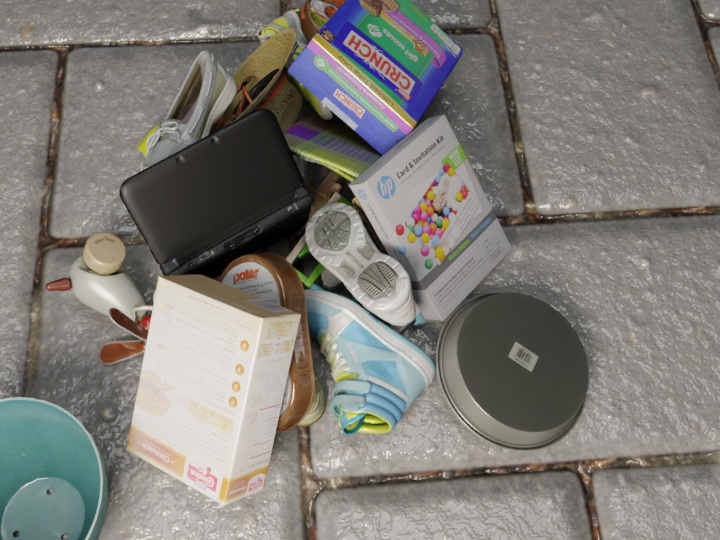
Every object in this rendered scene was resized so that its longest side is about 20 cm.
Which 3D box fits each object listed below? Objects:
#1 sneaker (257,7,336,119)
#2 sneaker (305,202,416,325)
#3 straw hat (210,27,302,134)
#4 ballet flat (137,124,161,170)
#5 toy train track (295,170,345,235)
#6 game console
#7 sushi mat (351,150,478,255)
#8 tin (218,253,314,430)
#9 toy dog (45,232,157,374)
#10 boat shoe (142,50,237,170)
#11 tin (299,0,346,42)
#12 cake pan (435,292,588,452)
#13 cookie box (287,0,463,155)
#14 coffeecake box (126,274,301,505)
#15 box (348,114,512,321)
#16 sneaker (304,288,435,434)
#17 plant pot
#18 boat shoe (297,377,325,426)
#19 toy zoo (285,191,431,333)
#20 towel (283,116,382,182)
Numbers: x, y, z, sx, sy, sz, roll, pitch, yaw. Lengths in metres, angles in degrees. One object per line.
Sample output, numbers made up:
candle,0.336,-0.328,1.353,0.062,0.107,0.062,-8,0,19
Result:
sneaker,-0.087,-0.287,1.175,0.075,0.076,0.202,-25,59,0
sneaker,0.000,0.000,0.993,0.077,0.100,0.201,-34,52,-3
straw hat,-0.131,-0.227,1.117,0.085,0.200,0.203,41,62,-28
ballet flat,-0.255,-0.105,1.085,0.066,0.067,0.202,-27,63,9
toy train track,-0.092,-0.124,1.108,0.198,0.033,0.115,32,67,14
game console,-0.168,-0.077,0.986,0.198,0.176,0.118,-30,84,-11
sushi mat,0.078,-0.104,1.069,0.199,0.012,0.096,-40,104,-31
tin,-0.111,0.082,0.924,0.110,0.042,0.204,-11,84,28
toy dog,-0.300,0.051,0.976,0.199,0.133,0.096,38,46,25
boat shoe,-0.227,-0.194,1.042,0.074,0.065,0.204,1,52,38
tin,0.004,-0.334,1.168,0.197,0.042,0.114,20,53,-23
cake pan,0.189,0.113,0.979,0.197,0.037,0.204,6,63,-12
cookie box,0.026,-0.278,1.080,0.171,0.075,0.201,40,50,-10
coffeecake box,-0.162,0.123,0.883,0.152,0.073,0.204,18,100,30
box,0.092,-0.065,1.007,0.156,0.041,0.202,-41,111,-29
sneaker,-0.021,0.114,0.964,0.198,0.080,0.131,29,60,13
plant pot,-0.355,0.252,0.858,0.196,0.135,0.203,1,64,-2
boat shoe,-0.107,0.093,0.984,0.072,0.063,0.202,-26,68,-14
toy zoo,0.013,0.006,1.043,0.199,0.021,0.132,34,68,4
towel,-0.026,-0.159,1.069,0.142,0.023,0.200,22,23,5
